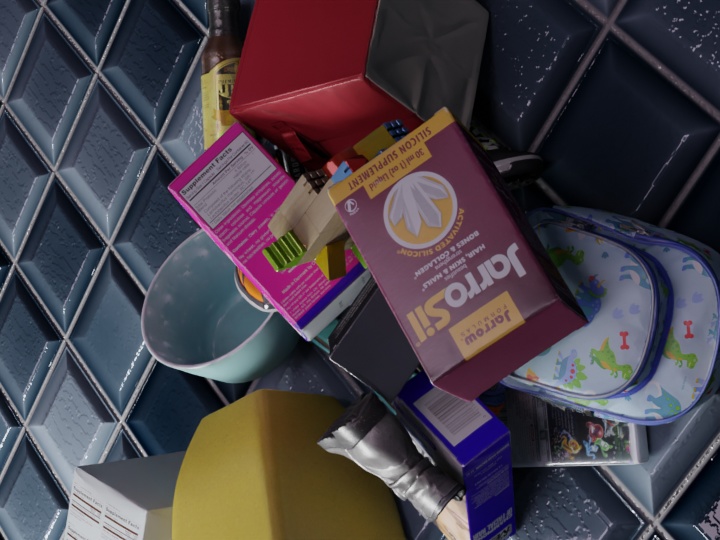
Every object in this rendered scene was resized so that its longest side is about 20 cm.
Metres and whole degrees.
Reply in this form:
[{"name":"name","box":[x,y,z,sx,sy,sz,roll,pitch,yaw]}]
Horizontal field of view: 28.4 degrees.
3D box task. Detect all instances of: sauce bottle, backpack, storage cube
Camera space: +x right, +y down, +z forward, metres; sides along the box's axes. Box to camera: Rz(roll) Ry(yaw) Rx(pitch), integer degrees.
[{"name":"sauce bottle","box":[-0.161,-0.225,1.703,0.064,0.064,0.202,-5,89,44]},{"name":"backpack","box":[0.225,0.045,1.261,0.198,0.147,0.185,15,97,24]},{"name":"storage cube","box":[0.002,-0.209,1.435,0.179,0.171,0.202,-9,60,40]}]

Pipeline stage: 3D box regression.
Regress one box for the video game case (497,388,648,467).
[{"name":"video game case","box":[0.194,0.091,1.397,0.181,0.023,0.202,-9,84,44]}]

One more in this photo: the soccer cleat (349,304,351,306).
[{"name":"soccer cleat","box":[0.000,0.000,1.533,0.202,0.066,0.076,70,158,12]}]

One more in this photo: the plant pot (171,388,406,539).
[{"name":"plant pot","box":[-0.088,0.242,1.564,0.195,0.193,0.202,-28,63,41]}]

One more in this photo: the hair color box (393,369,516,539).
[{"name":"hair color box","box":[0.094,0.191,1.392,0.109,0.065,0.201,45,161,34]}]

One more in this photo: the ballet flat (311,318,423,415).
[{"name":"ballet flat","box":[0.016,0.091,1.550,0.200,0.067,0.071,37,91,37]}]

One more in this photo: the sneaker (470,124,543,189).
[{"name":"sneaker","box":[0.098,-0.125,1.452,0.199,0.071,0.084,2,89,43]}]

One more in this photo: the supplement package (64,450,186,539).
[{"name":"supplement package","box":[-0.241,0.341,1.702,0.146,0.190,0.202,20,104,41]}]

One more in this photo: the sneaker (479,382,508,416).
[{"name":"sneaker","box":[0.095,0.054,1.439,0.200,0.075,0.079,51,119,27]}]

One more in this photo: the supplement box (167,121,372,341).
[{"name":"supplement box","box":[-0.087,-0.038,1.437,0.103,0.101,0.200,-42,81,-4]}]

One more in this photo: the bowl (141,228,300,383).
[{"name":"bowl","box":[-0.142,0.049,1.631,0.199,0.105,0.202,-17,50,21]}]

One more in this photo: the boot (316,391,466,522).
[{"name":"boot","box":[0.029,0.184,1.346,0.132,0.200,0.070,44,85,0]}]

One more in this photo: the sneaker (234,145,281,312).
[{"name":"sneaker","box":[-0.110,-0.055,1.528,0.113,0.077,0.201,83,173,-46]}]

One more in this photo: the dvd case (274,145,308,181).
[{"name":"dvd case","box":[-0.066,-0.067,1.576,0.150,0.024,0.202,99,159,-74]}]

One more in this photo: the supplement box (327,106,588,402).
[{"name":"supplement box","box":[0.080,-0.012,1.197,0.130,0.103,0.201,-34,67,11]}]

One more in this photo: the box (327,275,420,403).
[{"name":"box","box":[0.055,0.014,1.344,0.079,0.141,0.201,36,93,-1]}]

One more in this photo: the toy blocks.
[{"name":"toy blocks","box":[0.008,-0.080,1.336,0.100,0.199,0.137,54,132,17]}]
